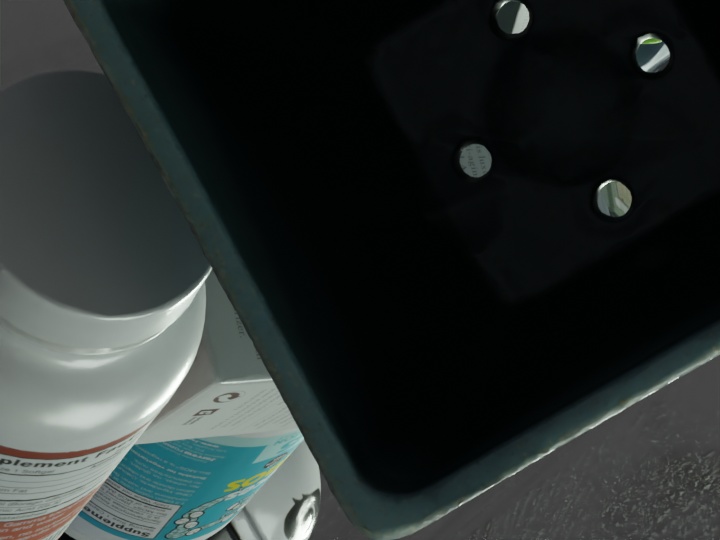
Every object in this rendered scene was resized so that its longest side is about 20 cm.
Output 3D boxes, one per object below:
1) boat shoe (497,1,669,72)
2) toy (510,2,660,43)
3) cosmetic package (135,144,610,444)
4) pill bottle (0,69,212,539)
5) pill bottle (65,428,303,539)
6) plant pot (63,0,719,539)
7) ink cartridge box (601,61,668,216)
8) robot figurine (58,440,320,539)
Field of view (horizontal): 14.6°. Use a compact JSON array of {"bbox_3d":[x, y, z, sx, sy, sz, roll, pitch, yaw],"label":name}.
[{"bbox_3d":[0.079,-0.087,1.153,0.091,0.071,0.200,-44,167,35],"label":"boat shoe"},{"bbox_3d":[0.118,-0.158,0.990,0.114,0.047,0.201,-12,149,-19],"label":"toy"},{"bbox_3d":[0.000,0.000,1.050,0.199,0.102,0.071,-3,161,-36],"label":"cosmetic package"},{"bbox_3d":[-0.117,0.021,0.917,0.112,0.113,0.200,-27,167,-34],"label":"pill bottle"},{"bbox_3d":[-0.076,0.047,1.160,0.110,0.111,0.200,-28,168,-32],"label":"pill bottle"},{"bbox_3d":[0.053,-0.055,0.878,0.196,0.197,0.200,-30,176,8],"label":"plant pot"},{"bbox_3d":[0.084,-0.020,1.307,0.200,0.084,0.146,-37,-166,9],"label":"ink cartridge box"},{"bbox_3d":[-0.113,0.122,1.334,0.199,0.150,0.125,-33,134,-8],"label":"robot figurine"}]
